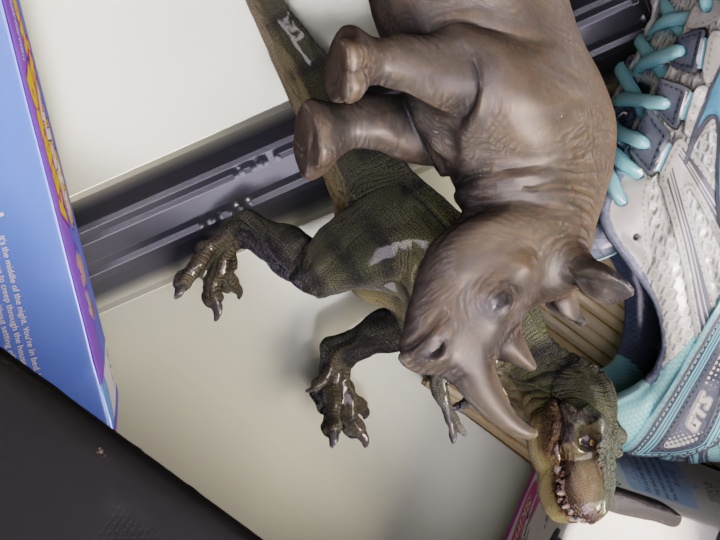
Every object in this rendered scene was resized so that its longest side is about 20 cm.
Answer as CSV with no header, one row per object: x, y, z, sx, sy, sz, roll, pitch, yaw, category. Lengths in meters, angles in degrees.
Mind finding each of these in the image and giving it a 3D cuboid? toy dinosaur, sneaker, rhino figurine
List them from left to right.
0.000,0.000,0.829,0.088,0.047,0.200,-40,83,30,toy dinosaur
0.028,-0.051,0.778,0.087,0.060,0.201,-7,78,-22,rhino figurine
0.097,-0.035,0.808,0.086,0.078,0.201,-3,102,-4,sneaker

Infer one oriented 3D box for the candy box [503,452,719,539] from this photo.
0.130,0.142,0.867,0.199,0.061,0.137,19,105,-11,candy box

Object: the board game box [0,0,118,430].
-0.158,-0.035,0.811,0.134,0.045,0.201,-12,107,-1,board game box

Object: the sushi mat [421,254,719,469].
0.125,0.058,0.879,0.200,0.012,0.096,37,100,-14,sushi mat

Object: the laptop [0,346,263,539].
-0.088,0.144,0.769,0.200,0.116,0.187,35,84,5,laptop
